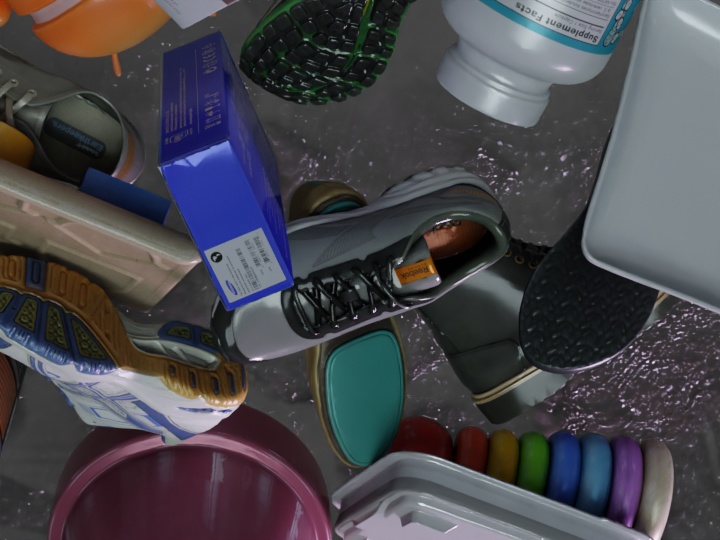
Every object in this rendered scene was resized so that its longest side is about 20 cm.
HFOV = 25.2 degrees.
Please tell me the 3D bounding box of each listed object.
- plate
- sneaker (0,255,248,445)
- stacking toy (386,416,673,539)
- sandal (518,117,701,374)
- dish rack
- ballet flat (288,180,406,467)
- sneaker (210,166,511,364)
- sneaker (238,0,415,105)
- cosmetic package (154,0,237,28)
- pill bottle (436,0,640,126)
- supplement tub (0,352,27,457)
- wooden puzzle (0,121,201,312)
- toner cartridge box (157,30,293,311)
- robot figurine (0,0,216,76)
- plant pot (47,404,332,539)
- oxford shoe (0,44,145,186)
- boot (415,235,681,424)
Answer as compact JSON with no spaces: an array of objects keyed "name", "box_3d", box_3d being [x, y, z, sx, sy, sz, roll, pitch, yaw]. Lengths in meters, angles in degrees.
[{"name":"plate","box_3d":[0.238,-0.057,1.003,0.200,0.032,0.200,23,69,-13]},{"name":"sneaker","box_3d":[-0.173,0.062,1.015,0.200,0.075,0.088,27,131,-24]},{"name":"stacking toy","box_3d":[0.112,0.141,1.125,0.199,0.085,0.086,12,115,-3]},{"name":"sandal","box_3d":[0.161,-0.016,1.015,0.075,0.048,0.201,26,69,9]},{"name":"dish rack","box_3d":[0.084,0.190,1.109,0.200,0.044,0.172,22,154,-12]},{"name":"ballet flat","box_3d":[-0.011,0.032,1.071,0.068,0.063,0.201,-14,113,-22]},{"name":"sneaker","box_3d":[0.000,0.000,0.982,0.200,0.079,0.074,-27,116,-7]},{"name":"sneaker","box_3d":[0.001,-0.176,0.969,0.078,0.085,0.200,30,126,-28]},{"name":"cosmetic package","box_3d":[-0.064,-0.242,0.865,0.113,0.081,0.200,45,66,-20]},{"name":"pill bottle","box_3d":[0.118,-0.187,0.944,0.111,0.111,0.200,22,114,-13]},{"name":"supplement tub","box_3d":[-0.276,0.078,1.003,0.122,0.200,0.123,-1,115,-2]},{"name":"wooden puzzle","box_3d":[-0.192,-0.038,0.975,0.185,0.200,0.046,23,75,-13]},{"name":"toner cartridge box","box_3d":[-0.081,-0.064,0.943,0.043,0.200,0.095,-20,115,3]},{"name":"robot figurine","box_3d":[-0.173,-0.205,0.919,0.144,0.117,0.200,-45,112,-15]},{"name":"plant pot","box_3d":[-0.116,0.213,1.089,0.199,0.179,0.201,-1,117,-3]},{"name":"oxford shoe","box_3d":[-0.224,-0.103,0.987,0.200,0.058,0.075,23,89,-12]},{"name":"boot","box_3d":[0.123,-0.008,1.058,0.200,0.077,0.138,-39,100,6]}]
